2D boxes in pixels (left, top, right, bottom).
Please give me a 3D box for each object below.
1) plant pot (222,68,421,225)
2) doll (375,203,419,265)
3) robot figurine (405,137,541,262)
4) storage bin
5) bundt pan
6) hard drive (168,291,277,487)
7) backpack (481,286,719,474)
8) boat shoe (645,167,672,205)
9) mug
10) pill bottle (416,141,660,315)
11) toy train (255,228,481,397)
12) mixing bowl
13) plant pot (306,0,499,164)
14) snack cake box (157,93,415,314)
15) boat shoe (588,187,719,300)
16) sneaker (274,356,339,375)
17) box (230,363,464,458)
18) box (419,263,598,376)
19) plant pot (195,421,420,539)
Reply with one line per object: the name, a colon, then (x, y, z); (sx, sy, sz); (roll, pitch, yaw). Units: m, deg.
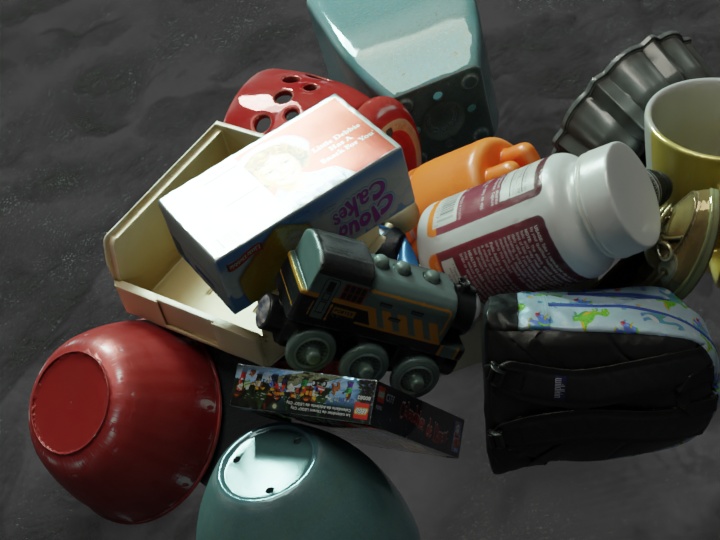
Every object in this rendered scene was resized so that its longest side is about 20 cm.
plant pot: (-0.038, -0.117, 1.557); (0.180, 0.202, 0.201); (10, 44, 27)
doll: (0.000, 0.000, 1.373); (0.135, 0.049, 0.201); (17, 52, 31)
robot figurine: (0.110, -0.069, 1.464); (0.199, 0.116, 0.146); (-20, 59, 41)
storage bin: (-0.112, -0.028, 1.332); (0.198, 0.094, 0.199); (18, 52, 32)
bundt pan: (0.295, -0.145, 1.445); (0.201, 0.203, 0.076); (-32, 61, -17)
hard drive: (-0.146, 0.123, 1.349); (0.199, 0.042, 0.136); (34, 96, 33)
backpack: (0.212, 0.087, 1.203); (0.197, 0.165, 0.154); (0, 24, 16)
boat shoe: (0.202, -0.051, 1.318); (0.198, 0.072, 0.063); (-14, 1, 37)
mug: (0.332, -0.074, 1.333); (0.148, 0.155, 0.186); (22, 43, 28)
pill bottle: (0.158, -0.037, 1.240); (0.198, 0.115, 0.115); (-20, 29, 35)
toy train: (0.010, 0.037, 1.199); (0.198, 0.115, 0.086); (16, 31, -25)
mixing bowl: (-0.240, 0.133, 1.314); (0.198, 0.108, 0.203); (-9, 72, 28)
plant pot: (0.071, -0.236, 1.675); (0.193, 0.198, 0.201); (-22, 45, -3)
snack cake box: (-0.065, -0.063, 1.236); (0.199, 0.068, 0.115); (-32, 43, -16)
boat shoe: (0.263, -0.007, 1.262); (0.062, 0.201, 0.074); (18, 55, -8)
sneaker: (-0.085, 0.084, 1.413); (0.197, 0.080, 0.096); (-5, 36, 20)
box: (-0.007, 0.126, 1.224); (0.135, 0.200, 0.038); (5, 78, 27)
box: (0.134, 0.027, 1.380); (0.197, 0.078, 0.095); (-20, 35, 1)
plant pot: (-0.059, 0.210, 1.184); (0.197, 0.136, 0.201); (-13, 36, 9)
